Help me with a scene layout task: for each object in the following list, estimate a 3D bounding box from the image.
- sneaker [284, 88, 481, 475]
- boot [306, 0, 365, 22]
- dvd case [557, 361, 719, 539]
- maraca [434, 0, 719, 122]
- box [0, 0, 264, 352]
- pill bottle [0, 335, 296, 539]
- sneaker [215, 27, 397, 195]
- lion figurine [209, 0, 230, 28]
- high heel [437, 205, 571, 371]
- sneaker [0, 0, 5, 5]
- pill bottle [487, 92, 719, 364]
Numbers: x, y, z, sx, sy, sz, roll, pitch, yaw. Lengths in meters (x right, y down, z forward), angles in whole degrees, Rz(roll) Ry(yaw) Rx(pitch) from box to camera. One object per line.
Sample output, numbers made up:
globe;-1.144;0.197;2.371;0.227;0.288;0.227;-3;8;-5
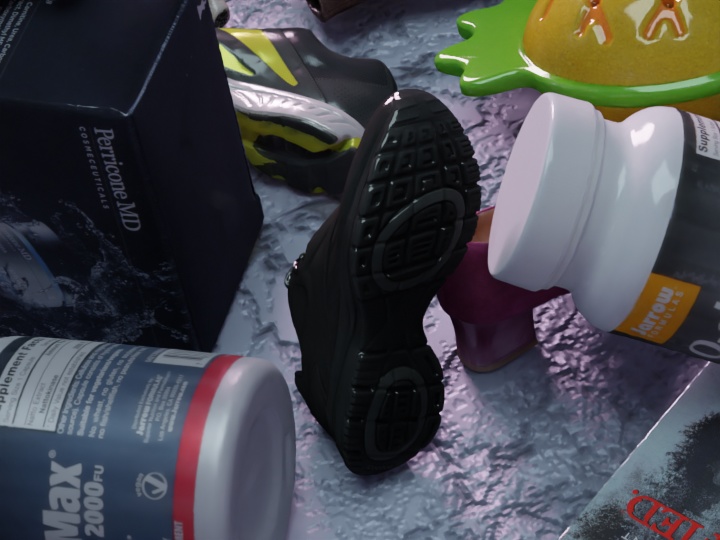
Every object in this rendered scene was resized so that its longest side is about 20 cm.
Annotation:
sneaker;0.000;0.000;1.098;0.076;0.200;0.091;-6;29;-35
boot;0.021;-0.244;1.389;0.166;0.072;0.200;-20;43;-3
dvd case;0.175;0.138;1.049;0.146;0.022;0.200;28;59;31
maraca;0.142;-0.129;1.240;0.200;0.107;0.137;1;32;21
box;-0.173;-0.064;1.178;0.200;0.197;0.118;7;51;16
pill bottle;-0.142;0.094;1.082;0.200;0.120;0.120;4;49;15
sneaker;-0.069;-0.108;1.292;0.200;0.075;0.085;24;50;18
lion figurine;-0.114;-0.229;1.356;0.122;0.072;0.200;41;105;25
high heel;0.118;-0.034;1.163;0.200;0.096;0.067;-32;50;-17
sneaker;-0.228;-0.158;1.094;0.200;0.067;0.091;-10;47;-1
pill bottle;0.171;-0.014;1.080;0.200;0.116;0.117;15;49;-8
